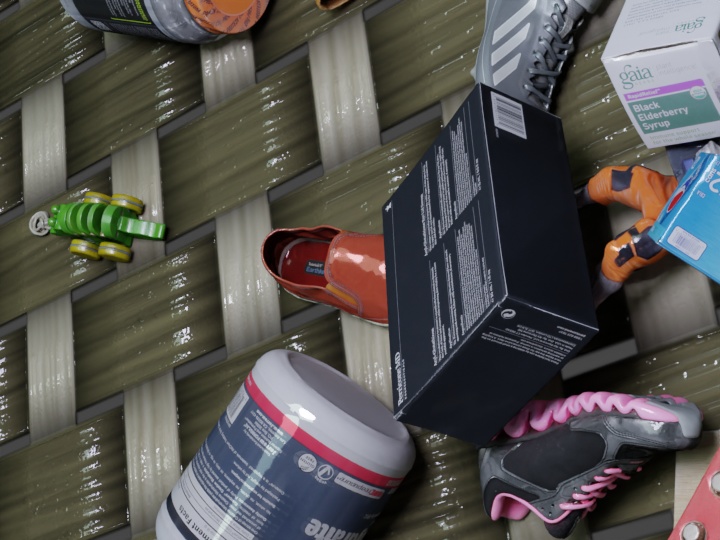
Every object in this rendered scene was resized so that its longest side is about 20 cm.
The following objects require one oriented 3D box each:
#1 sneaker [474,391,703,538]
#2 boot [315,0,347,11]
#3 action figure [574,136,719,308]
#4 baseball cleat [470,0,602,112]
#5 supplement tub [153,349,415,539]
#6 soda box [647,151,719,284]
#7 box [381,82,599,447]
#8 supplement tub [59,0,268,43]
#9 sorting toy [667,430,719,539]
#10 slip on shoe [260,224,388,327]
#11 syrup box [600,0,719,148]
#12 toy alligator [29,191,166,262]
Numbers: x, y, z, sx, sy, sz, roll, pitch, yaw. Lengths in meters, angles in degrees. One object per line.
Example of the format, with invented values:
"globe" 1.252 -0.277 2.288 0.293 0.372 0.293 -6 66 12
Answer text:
"sneaker" 0.150 0.131 1.034 0.200 0.079 0.096 -15 71 51
"boot" 0.015 -0.330 1.331 0.201 0.071 0.144 -42 58 23
"action figure" 0.223 -0.064 1.061 0.193 0.105 0.200 -22 34 24
"baseball cleat" 0.137 -0.176 1.165 0.106 0.070 0.201 -15 66 35
"supplement tub" -0.064 0.174 1.149 0.140 0.140 0.200 41 101 41
"soda box" 0.273 0.009 0.914 0.200 0.068 0.064 34 97 1
"box" 0.082 -0.005 1.053 0.141 0.079 0.201 -49 31 39
"supplement tub" -0.183 -0.275 1.426 0.199 0.122 0.123 15 84 41
"sorting toy" 0.269 0.187 0.921 0.199 0.069 0.200 -8 69 37
"slip on shoe" 0.000 0.000 1.216 0.199 0.061 0.074 10 78 39
"syrup box" 0.235 -0.178 1.024 0.078 0.082 0.200 -8 42 37
"toy alligator" -0.266 -0.046 1.452 0.199 0.054 0.060 5 77 40
